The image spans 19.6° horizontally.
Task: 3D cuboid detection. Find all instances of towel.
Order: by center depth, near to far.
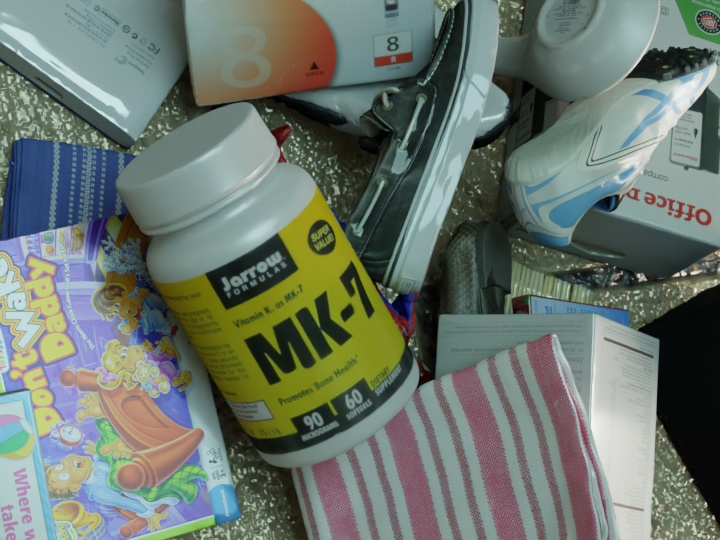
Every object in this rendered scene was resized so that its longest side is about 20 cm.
[{"bbox_3d":[0.051,0.138,1.252,0.030,0.200,0.147,20,51,-60],"label":"towel"},{"bbox_3d":[-0.136,-0.003,1.345,0.199,0.024,0.145,10,70,-23],"label":"towel"}]

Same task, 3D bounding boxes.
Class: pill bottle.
[{"bbox_3d":[-0.057,0.008,1.250,0.114,0.114,0.200,-41,112,-27],"label":"pill bottle"}]

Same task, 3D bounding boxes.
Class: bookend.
[{"bbox_3d":[0.300,0.093,1.404,0.092,0.200,0.199,-28,87,-27],"label":"bookend"}]

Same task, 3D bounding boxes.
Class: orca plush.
[{"bbox_3d":[0.000,-0.102,1.402,0.199,0.071,0.105,-4,56,-3],"label":"orca plush"}]

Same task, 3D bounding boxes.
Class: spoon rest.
[{"bbox_3d":[0.122,-0.160,1.414,0.061,0.200,0.100,34,71,-42],"label":"spoon rest"}]

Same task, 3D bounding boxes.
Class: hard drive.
[{"bbox_3d":[-0.155,-0.197,1.386,0.132,0.025,0.200,36,65,-11],"label":"hard drive"}]

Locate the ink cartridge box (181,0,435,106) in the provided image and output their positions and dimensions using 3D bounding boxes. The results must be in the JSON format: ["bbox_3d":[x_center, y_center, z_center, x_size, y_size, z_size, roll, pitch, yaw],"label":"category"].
[{"bbox_3d":[-0.035,-0.200,1.304,0.162,0.200,0.050,-8,47,-5],"label":"ink cartridge box"}]

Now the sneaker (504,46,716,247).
[{"bbox_3d":[0.169,-0.088,1.388,0.200,0.072,0.073,-39,124,-31],"label":"sneaker"}]

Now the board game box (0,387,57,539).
[{"bbox_3d":[-0.239,0.179,1.201,0.134,0.034,0.201,-10,90,-12],"label":"board game box"}]

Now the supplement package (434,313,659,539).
[{"bbox_3d":[0.113,0.134,1.301,0.114,0.109,0.201,21,71,-58],"label":"supplement package"}]

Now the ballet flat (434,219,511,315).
[{"bbox_3d":[0.069,0.064,1.387,0.067,0.046,0.201,22,67,-58],"label":"ballet flat"}]

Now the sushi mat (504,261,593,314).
[{"bbox_3d":[0.104,0.089,1.424,0.095,0.012,0.201,18,69,-17],"label":"sushi mat"}]

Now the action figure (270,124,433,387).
[{"bbox_3d":[0.000,0.000,1.349,0.065,0.099,0.200,-43,108,-26],"label":"action figure"}]

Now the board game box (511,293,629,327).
[{"bbox_3d":[0.148,0.121,1.409,0.103,0.019,0.201,9,73,-40],"label":"board game box"}]

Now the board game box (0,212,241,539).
[{"bbox_3d":[-0.163,0.072,1.274,0.134,0.045,0.201,-14,91,-24],"label":"board game box"}]

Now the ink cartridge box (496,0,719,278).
[{"bbox_3d":[0.187,-0.112,1.478,0.146,0.083,0.201,14,71,-19],"label":"ink cartridge box"}]

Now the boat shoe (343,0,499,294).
[{"bbox_3d":[0.034,-0.087,1.313,0.071,0.072,0.201,18,76,-4],"label":"boat shoe"}]
